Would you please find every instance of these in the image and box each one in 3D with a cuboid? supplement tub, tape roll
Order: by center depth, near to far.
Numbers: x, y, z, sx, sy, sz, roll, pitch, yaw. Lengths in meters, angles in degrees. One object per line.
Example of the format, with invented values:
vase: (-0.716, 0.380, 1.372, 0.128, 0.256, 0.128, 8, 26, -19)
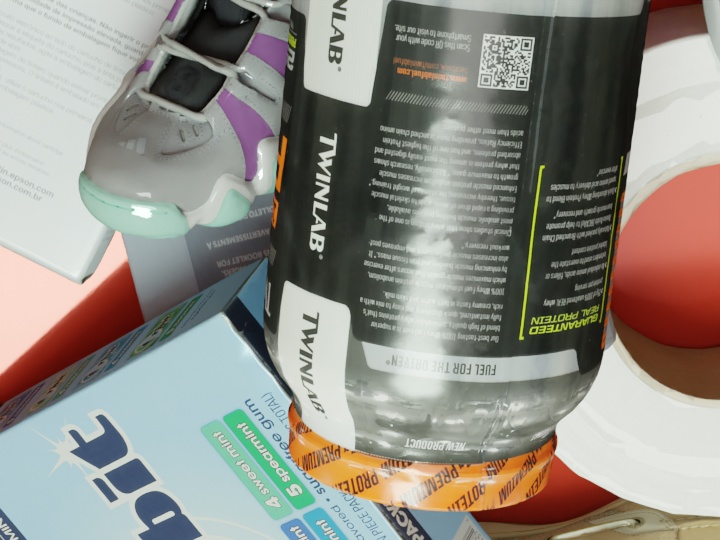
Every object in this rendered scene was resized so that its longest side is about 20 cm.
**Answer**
supplement tub: (0.031, -0.028, 0.735, 0.121, 0.123, 0.202, 6, 105, -2)
tape roll: (0.144, -0.004, 0.877, 0.200, 0.071, 0.205, 0, 107, -1)

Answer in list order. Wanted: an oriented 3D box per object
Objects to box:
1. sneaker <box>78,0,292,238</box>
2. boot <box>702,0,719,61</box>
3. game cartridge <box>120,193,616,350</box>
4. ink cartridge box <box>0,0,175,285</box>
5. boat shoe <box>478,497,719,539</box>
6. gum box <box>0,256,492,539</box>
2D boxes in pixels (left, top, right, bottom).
sneaker: (-0.041, -0.115, 0.772, 0.077, 0.200, 0.141, 19, 138, 23)
boot: (0.180, -0.166, 0.783, 0.073, 0.096, 0.202, 14, 82, -3)
game cartridge: (0.000, 0.000, 0.847, 0.198, 0.040, 0.135, -11, 92, 29)
ink cartridge box: (-0.154, -0.127, 0.840, 0.198, 0.041, 0.201, 26, 96, -2)
boat shoe: (0.108, 0.139, 0.919, 0.198, 0.065, 0.072, -10, 106, 1)
gum box: (-0.060, 0.105, 0.872, 0.199, 0.045, 0.170, -28, 106, 39)
